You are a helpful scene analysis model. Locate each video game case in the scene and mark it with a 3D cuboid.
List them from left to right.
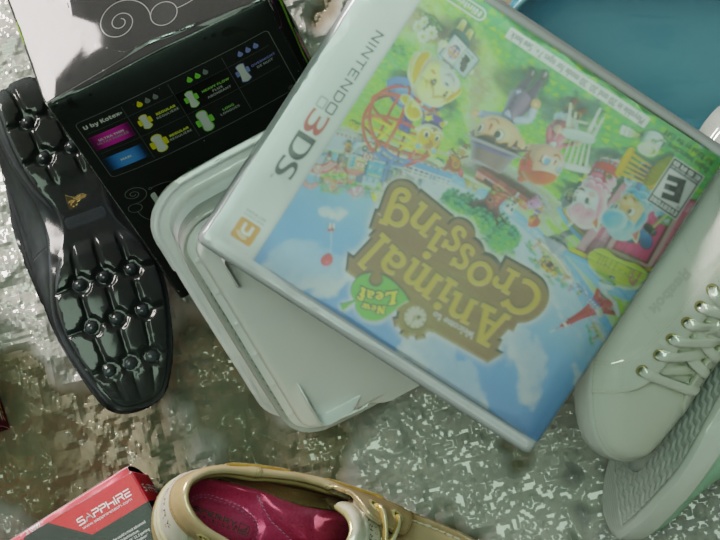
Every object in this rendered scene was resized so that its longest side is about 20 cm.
[{"bbox_3d":[0.051,-0.037,1.223,0.200,0.022,0.182,33,95,-6],"label":"video game case"}]

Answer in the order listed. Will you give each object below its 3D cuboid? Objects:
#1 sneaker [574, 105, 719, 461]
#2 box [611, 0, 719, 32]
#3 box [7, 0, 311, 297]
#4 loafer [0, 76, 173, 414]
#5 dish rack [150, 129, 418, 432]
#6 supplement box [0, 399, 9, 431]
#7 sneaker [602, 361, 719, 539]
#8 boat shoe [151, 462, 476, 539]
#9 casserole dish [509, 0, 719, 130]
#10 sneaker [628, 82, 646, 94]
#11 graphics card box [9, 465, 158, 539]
[{"bbox_3d":[0.174,0.014,1.246,0.073,0.085,0.200,17,102,-33],"label":"sneaker"},{"bbox_3d":[0.223,-0.137,1.327,0.200,0.041,0.039,13,83,-14],"label":"box"},{"bbox_3d":[-0.094,-0.111,1.296,0.124,0.200,0.149,-26,56,3],"label":"box"},{"bbox_3d":[-0.154,-0.012,1.376,0.068,0.070,0.201,-19,76,-13],"label":"loafer"},{"bbox_3d":[0.000,0.000,1.299,0.171,0.200,0.044,-28,45,0],"label":"dish rack"},{"bbox_3d":[-0.311,0.072,1.388,0.200,0.061,0.109,-20,82,5],"label":"supplement box"},{"bbox_3d":[0.222,0.082,1.320,0.118,0.074,0.201,22,118,-27],"label":"sneaker"},{"bbox_3d":[-0.012,0.150,1.320,0.200,0.069,0.074,13,70,-8],"label":"boat shoe"},{"bbox_3d":[0.156,-0.108,1.287,0.200,0.121,0.039,2,39,-5],"label":"casserole dish"},{"bbox_3d":[0.136,-0.169,1.362,0.082,0.074,0.200,-19,84,-1],"label":"sneaker"},{"bbox_3d":[-0.125,0.225,1.353,0.125,0.051,0.200,-32,79,1],"label":"graphics card box"}]
